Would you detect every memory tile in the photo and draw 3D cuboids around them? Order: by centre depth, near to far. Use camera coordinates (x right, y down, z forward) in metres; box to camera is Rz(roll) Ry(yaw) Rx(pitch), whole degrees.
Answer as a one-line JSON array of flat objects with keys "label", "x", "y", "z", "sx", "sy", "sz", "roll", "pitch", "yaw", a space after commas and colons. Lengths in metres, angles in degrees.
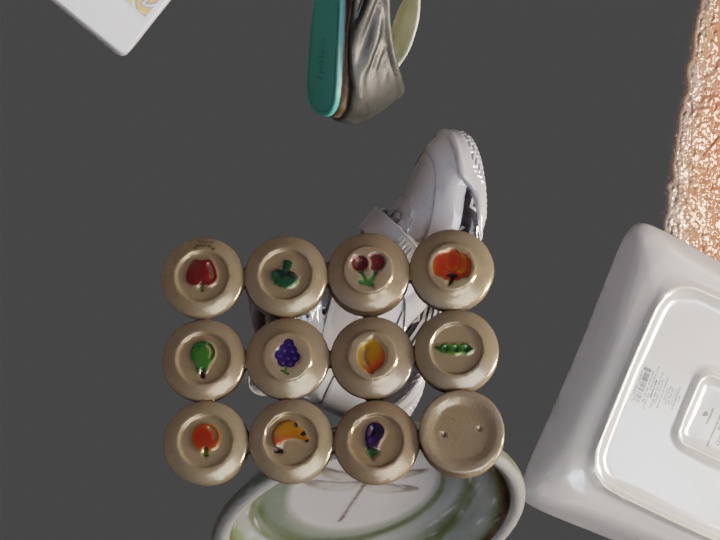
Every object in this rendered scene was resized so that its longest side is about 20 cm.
[{"label": "memory tile", "x": -0.018, "y": 0.051, "z": 1.143, "sx": 0.199, "sy": 0.017, "sz": 0.154, "roll": -2, "pitch": 73, "yaw": 1}]

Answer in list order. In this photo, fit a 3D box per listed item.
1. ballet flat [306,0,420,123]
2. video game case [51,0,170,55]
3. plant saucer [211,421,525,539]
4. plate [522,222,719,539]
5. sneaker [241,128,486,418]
[{"label": "ballet flat", "x": 0.003, "y": -0.187, "z": 1.168, "sx": 0.068, "sy": 0.068, "sz": 0.201, "roll": -11, "pitch": 118, "yaw": -27}, {"label": "video game case", "x": -0.143, "y": -0.255, "z": 1.116, "sx": 0.182, "sy": 0.023, "sz": 0.200, "roll": 39, "pitch": 89, "yaw": -24}, {"label": "plant saucer", "x": 0.002, "y": 0.143, "z": 1.229, "sx": 0.199, "sy": 0.050, "sz": 0.200, "roll": -9, "pitch": 142, "yaw": -7}, {"label": "plate", "x": 0.228, "y": 0.096, "z": 1.276, "sx": 0.200, "sy": 0.032, "sz": 0.200, "roll": 25, "pitch": 85, "yaw": -13}, {"label": "sneaker", "x": 0.000, "y": 0.000, "z": 1.205, "sx": 0.115, "sy": 0.075, "sz": 0.200, "roll": 14, "pitch": 101, "yaw": -24}]
